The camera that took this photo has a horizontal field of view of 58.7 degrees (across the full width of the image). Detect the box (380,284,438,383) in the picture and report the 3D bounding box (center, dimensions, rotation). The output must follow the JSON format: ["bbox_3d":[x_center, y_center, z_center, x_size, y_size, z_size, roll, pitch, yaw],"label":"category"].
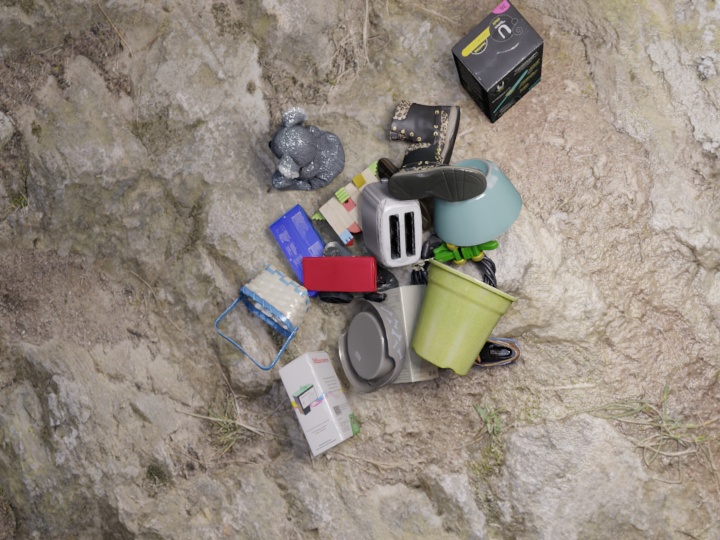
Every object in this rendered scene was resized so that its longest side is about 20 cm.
[{"bbox_3d":[0.106,0.140,1.410,0.094,0.076,0.207,-17,77,58],"label":"box"}]

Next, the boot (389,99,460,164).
[{"bbox_3d":[0.138,-0.293,1.465,0.147,0.073,0.206,16,85,15],"label":"boot"}]

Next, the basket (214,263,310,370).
[{"bbox_3d":[-0.216,0.107,1.481,0.175,0.140,0.201,36,67,16],"label":"basket"}]

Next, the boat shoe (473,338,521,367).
[{"bbox_3d":[0.249,0.173,1.388,0.194,0.072,0.075,-7,83,15],"label":"boat shoe"}]

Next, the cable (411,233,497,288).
[{"bbox_3d":[0.210,0.019,1.426,0.196,0.051,0.167,26,91,16],"label":"cable"}]

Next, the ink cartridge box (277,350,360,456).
[{"bbox_3d":[-0.090,0.292,1.433,0.082,0.145,0.204,-27,78,10],"label":"ink cartridge box"}]

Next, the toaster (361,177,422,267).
[{"bbox_3d":[0.069,-0.092,1.397,0.110,0.129,0.206,-8,111,-15],"label":"toaster"}]

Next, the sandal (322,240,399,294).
[{"bbox_3d":[-0.001,0.001,1.465,0.197,0.048,0.077,29,73,1],"label":"sandal"}]

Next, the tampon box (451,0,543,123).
[{"bbox_3d":[0.295,-0.441,1.370,0.149,0.200,0.127,-40,76,7],"label":"tampon box"}]

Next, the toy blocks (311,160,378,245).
[{"bbox_3d":[0.002,-0.133,1.486,0.199,0.100,0.138,-39,89,-1],"label":"toy blocks"}]

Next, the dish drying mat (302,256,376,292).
[{"bbox_3d":[-0.049,0.008,1.443,0.195,0.018,0.079,0,97,33],"label":"dish drying mat"}]

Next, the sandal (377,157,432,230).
[{"bbox_3d":[0.110,-0.184,1.473,0.054,0.083,0.202,-25,64,-24],"label":"sandal"}]

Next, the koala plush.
[{"bbox_3d":[-0.139,-0.281,1.475,0.178,0.200,0.183,9,86,16],"label":"koala plush"}]

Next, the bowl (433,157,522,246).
[{"bbox_3d":[0.234,-0.160,1.355,0.196,0.106,0.204,-18,40,16],"label":"bowl"}]

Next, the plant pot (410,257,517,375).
[{"bbox_3d":[0.193,0.101,1.304,0.196,0.200,0.189,25,93,16],"label":"plant pot"}]

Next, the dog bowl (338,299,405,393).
[{"bbox_3d":[0.026,0.164,1.409,0.198,0.057,0.207,4,95,57],"label":"dog bowl"}]

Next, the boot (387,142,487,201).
[{"bbox_3d":[0.164,-0.210,1.311,0.197,0.155,0.075,0,126,18],"label":"boot"}]

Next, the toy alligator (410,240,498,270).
[{"bbox_3d":[0.201,-0.048,1.387,0.195,0.060,0.055,-14,41,20],"label":"toy alligator"}]

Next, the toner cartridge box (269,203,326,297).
[{"bbox_3d":[-0.129,-0.047,1.531,0.094,0.043,0.203,-34,77,9],"label":"toner cartridge box"}]

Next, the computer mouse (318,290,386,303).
[{"bbox_3d":[-0.018,0.052,1.457,0.196,0.058,0.035,-2,70,38],"label":"computer mouse"}]
